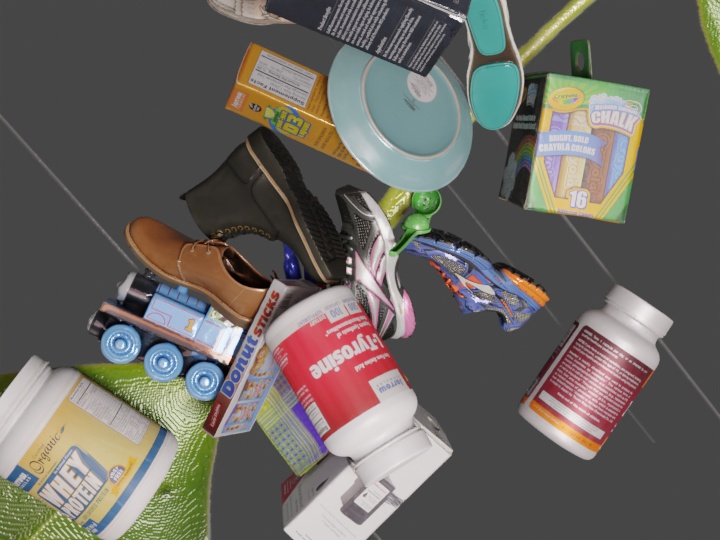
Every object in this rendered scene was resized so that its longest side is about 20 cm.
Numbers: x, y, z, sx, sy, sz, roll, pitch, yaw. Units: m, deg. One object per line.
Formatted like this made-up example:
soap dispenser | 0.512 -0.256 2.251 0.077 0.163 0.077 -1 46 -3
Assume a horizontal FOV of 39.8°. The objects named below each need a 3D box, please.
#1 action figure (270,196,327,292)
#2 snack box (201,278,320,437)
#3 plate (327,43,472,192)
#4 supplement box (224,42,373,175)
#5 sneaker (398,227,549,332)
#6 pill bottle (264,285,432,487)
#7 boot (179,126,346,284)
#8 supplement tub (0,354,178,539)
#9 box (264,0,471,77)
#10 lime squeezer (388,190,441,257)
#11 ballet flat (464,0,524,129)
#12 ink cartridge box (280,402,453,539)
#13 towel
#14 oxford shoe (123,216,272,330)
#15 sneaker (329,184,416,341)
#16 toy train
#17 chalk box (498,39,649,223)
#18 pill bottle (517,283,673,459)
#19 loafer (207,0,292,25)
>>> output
action figure | -0.070 0.014 1.199 0.065 0.052 0.200 -4 102 7
snack box | -0.114 0.101 1.150 0.024 0.072 0.200 33 104 26
plate | 0.054 -0.188 1.139 0.200 0.026 0.201 10 70 -29
supplement box | -0.052 -0.184 1.152 0.200 0.067 0.069 25 62 -8
sneaker | 0.132 0.013 1.212 0.200 0.075 0.079 28 98 -8
pill bottle | -0.010 0.126 1.077 0.112 0.112 0.200 -32 77 -1
boot | -0.113 -0.045 1.146 0.138 0.077 0.200 -35 70 18
supplement tub | -0.329 0.203 1.152 0.200 0.145 0.145 35 94 -10
box | 0.025 -0.350 1.077 0.196 0.124 0.200 21 65 -10
lime squeezer | 0.074 -0.075 1.180 0.038 0.071 0.200 23 58 2
ballet flat | 0.154 -0.258 1.160 0.069 0.069 0.200 -19 135 -3
ink cartridge box | 0.003 0.239 1.195 0.200 0.145 0.083 -45 100 2
towel | -0.051 0.137 1.178 0.200 0.023 0.144 -42 80 22
oxford shoe | -0.182 -0.015 1.152 0.200 0.071 0.071 30 129 7
sneaker | 0.000 0.000 1.183 0.086 0.080 0.200 -21 100 -16
toy train | -0.217 0.075 1.179 0.200 0.087 0.114 25 87 -8
chalk box | 0.252 -0.167 1.169 0.124 0.125 0.200 9 99 -8
pill bottle | 0.292 0.122 1.225 0.113 0.113 0.200 33 95 -10
loafer | -0.078 -0.314 1.140 0.200 0.063 0.072 7 99 -8
